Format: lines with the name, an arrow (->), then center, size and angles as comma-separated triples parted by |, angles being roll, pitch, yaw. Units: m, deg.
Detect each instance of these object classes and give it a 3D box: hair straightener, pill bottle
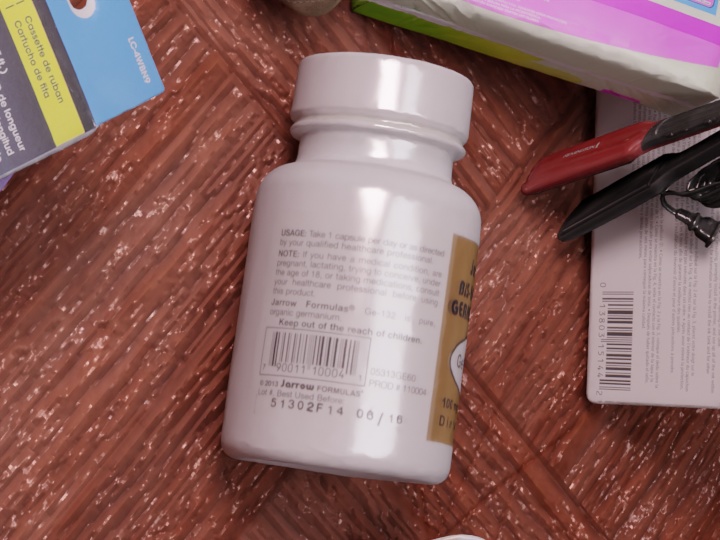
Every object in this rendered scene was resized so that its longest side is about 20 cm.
hair straightener -> 0.183, -0.054, 1.084 | 0.077, 0.200, 0.041 | 53, 40, -17
pill bottle -> 0.000, 0.000, 0.998 | 0.114, 0.114, 0.201 | 13, 81, -36

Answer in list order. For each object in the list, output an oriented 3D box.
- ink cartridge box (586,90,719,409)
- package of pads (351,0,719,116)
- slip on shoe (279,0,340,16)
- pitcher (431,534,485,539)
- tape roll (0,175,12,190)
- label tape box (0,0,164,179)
ink cartridge box -> 0.208, -0.023, 1.115 | 0.045, 0.176, 0.201 | 5, 87, -47
package of pads -> 0.109, -0.186, 1.077 | 0.200, 0.068, 0.155 | 16, 78, -14
slip on shoe -> -0.016, -0.226, 1.028 | 0.061, 0.076, 0.201 | 50, 43, -71
pitcher -> 0.073, 0.249, 1.055 | 0.171, 0.121, 0.201 | 16, 68, -43
tape roll -> -0.234, -0.100, 0.855 | 0.200, 0.066, 0.201 | 1, 88, -38
label tape box -> -0.193, -0.095, 0.806 | 0.200, 0.066, 0.144 | -32, 108, -36
